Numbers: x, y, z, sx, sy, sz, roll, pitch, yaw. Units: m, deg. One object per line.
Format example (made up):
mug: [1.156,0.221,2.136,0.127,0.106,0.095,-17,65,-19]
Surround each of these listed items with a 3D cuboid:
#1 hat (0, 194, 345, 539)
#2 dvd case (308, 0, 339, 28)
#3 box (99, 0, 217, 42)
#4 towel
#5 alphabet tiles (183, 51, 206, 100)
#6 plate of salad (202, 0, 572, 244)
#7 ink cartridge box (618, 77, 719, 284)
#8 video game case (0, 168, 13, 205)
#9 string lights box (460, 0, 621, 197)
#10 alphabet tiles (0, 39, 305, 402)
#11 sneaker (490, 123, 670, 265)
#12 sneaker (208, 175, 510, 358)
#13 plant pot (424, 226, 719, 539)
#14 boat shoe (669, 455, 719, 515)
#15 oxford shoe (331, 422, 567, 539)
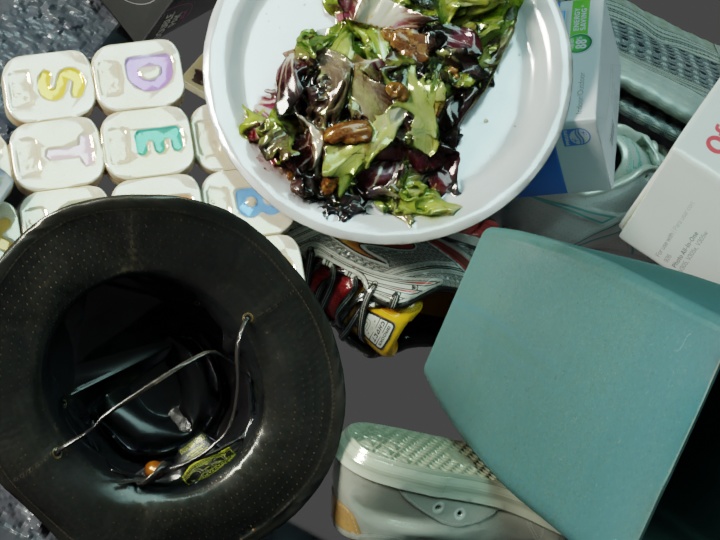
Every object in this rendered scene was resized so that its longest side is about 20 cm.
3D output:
hat: [-0.108,0.049,1.464,0.200,0.201,0.081,12,11,-13]
dvd case: [0.025,-0.217,1.662,0.200,0.016,0.149,-18,76,-38]
box: [-0.077,-0.251,1.726,0.124,0.149,0.200,50,48,8]
towel: [0.147,-0.146,1.768,0.200,0.035,0.193,26,22,-3]
alphabet tiles: [-0.001,-0.088,1.721,0.200,0.006,0.166,31,45,5]
plate of salad: [0.015,-0.112,1.551,0.200,0.048,0.200,1,74,-2]
ink cartridge box: [0.265,-0.028,1.607,0.200,0.088,0.145,33,46,7]
video game case: [-0.292,-0.026,1.449,0.182,0.022,0.200,39,56,-16]
string lights box: [0.043,-0.090,1.632,0.200,0.059,0.103,-5,45,13]
alphabet tiles: [-0.132,-0.027,1.539,0.195,0.015,0.200,-7,71,-9]
sneaker: [0.161,-0.045,1.699,0.200,0.080,0.070,-7,52,-35]
sneaker: [0.000,0.000,1.589,0.200,0.078,0.082,12,47,-13]
plant pot: [0.139,0.060,1.506,0.141,0.141,0.200,12,16,-46]
boat shoe: [0.208,0.116,1.577,0.201,0.070,0.072,37,42,8]
oxford shoe: [0.065,0.129,1.518,0.200,0.058,0.075,15,16,-30]
